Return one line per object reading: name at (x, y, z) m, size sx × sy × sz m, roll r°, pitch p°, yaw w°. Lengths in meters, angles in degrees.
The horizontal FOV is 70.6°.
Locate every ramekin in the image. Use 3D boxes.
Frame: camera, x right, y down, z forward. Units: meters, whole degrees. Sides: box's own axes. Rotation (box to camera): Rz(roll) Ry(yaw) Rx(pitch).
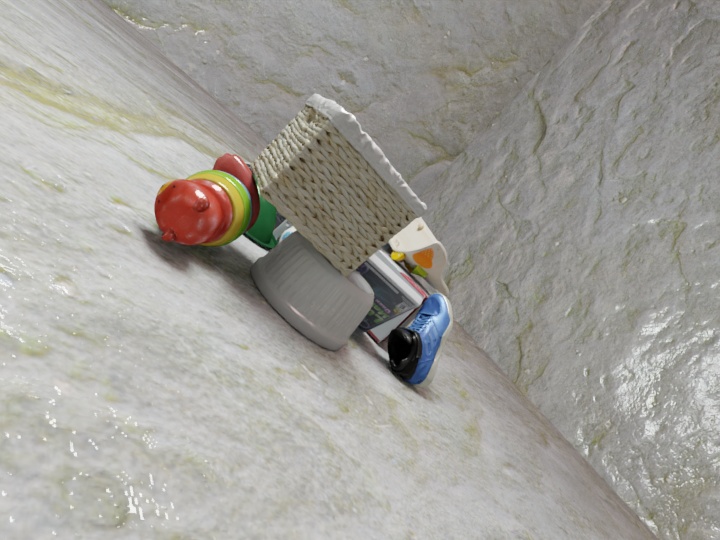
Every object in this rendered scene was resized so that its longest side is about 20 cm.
ramekin at (-0.069, 0.024, 0.831) m, size 0.200 × 0.105 × 0.200 m, roll 43°, pitch 8°, yaw -7°

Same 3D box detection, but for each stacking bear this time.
stacking bear at (-0.208, -0.084, 0.680) m, size 0.114 × 0.121 × 0.200 m, roll 54°, pitch 8°, yaw -9°

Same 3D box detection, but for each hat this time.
hat at (-0.182, -0.170, 1.012) m, size 0.200 × 0.176 × 0.166 m, roll 48°, pitch 9°, yaw 28°

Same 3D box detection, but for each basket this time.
basket at (-0.042, -0.133, 0.763) m, size 0.200 × 0.161 × 0.198 m, roll 46°, pitch 5°, yaw -28°

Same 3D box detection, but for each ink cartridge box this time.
ink cartridge box at (0.062, 0.061, 1.160) m, size 0.145 × 0.145 × 0.200 m, roll 45°, pitch 8°, yaw 13°

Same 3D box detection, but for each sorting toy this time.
sorting toy at (0.146, -0.026, 1.180) m, size 0.180 × 0.107 × 0.200 m, roll 51°, pitch 10°, yaw -31°

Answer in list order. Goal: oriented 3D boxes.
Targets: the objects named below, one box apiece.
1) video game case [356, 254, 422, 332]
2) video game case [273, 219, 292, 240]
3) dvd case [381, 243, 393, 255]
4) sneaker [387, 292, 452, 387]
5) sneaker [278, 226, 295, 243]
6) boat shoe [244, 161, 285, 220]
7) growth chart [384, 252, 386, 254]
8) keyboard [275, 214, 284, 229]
video game case at (-0.011, 0.027, 0.961) m, size 0.200 × 0.182 × 0.023 m, roll 42°, pitch 50°, yaw -14°
video game case at (-0.094, -0.145, 1.144) m, size 0.024 × 0.182 × 0.200 m, roll 51°, pitch 23°, yaw 1°
dvd case at (0.013, -0.098, 1.277) m, size 0.200 × 0.018 × 0.143 m, roll 37°, pitch 2°, yaw -10°
sneaker at (0.115, 0.121, 1.011) m, size 0.077 × 0.200 × 0.111 m, roll 1°, pitch -26°, yaw 45°
sneaker at (-0.133, -0.052, 1.044) m, size 0.081 × 0.077 × 0.200 m, roll 47°, pitch -1°, yaw 12°
boat shoe at (-0.234, -0.196, 1.272) m, size 0.200 × 0.076 × 0.060 m, roll 36°, pitch 2°, yaw -43°
growth chart at (0.000, 0.000, 1.201) m, size 0.018 × 0.145 × 0.200 m, roll 58°, pitch 8°, yaw 9°
keyboard at (-0.173, -0.086, 1.212) m, size 0.127 × 0.021 × 0.200 m, roll 36°, pitch 10°, yaw -48°
